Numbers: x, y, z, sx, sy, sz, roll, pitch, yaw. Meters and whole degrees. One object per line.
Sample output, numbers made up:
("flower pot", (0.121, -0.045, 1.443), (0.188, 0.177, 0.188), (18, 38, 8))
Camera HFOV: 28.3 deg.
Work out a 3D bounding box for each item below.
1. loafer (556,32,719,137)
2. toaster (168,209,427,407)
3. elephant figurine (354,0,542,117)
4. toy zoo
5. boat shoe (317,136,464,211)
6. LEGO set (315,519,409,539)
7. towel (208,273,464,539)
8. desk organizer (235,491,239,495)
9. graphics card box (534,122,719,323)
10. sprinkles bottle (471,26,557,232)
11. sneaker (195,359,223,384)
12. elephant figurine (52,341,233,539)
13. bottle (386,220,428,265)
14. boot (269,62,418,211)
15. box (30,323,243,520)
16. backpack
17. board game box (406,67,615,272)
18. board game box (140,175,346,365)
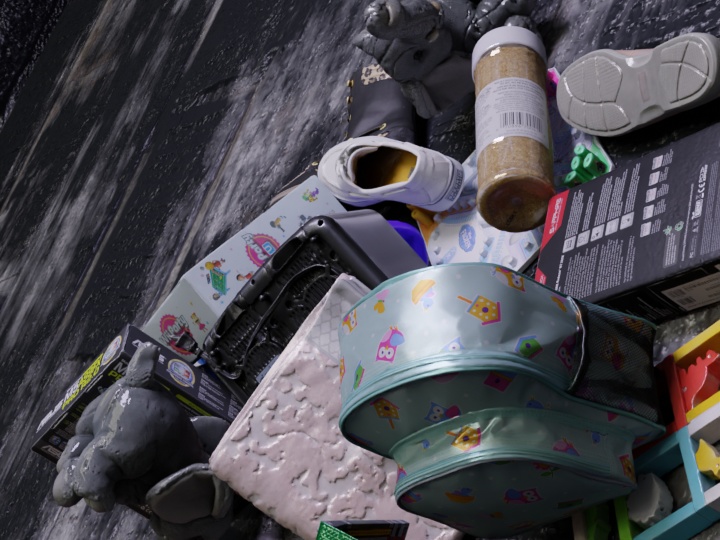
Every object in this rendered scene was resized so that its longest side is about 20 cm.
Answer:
("loafer", (0.238, -0.148, 1.151), (0.200, 0.062, 0.073), (-4, 91, 62))
("toaster", (-0.022, 0.060, 1.211), (0.181, 0.200, 0.119), (-47, -12, 21))
("elephant figurine", (0.060, -0.220, 1.349), (0.199, 0.156, 0.141), (-30, 34, -27))
("toy zoo", (0.216, 0.109, 0.941), (0.200, 0.020, 0.132), (-41, 31, 31))
("boat shoe", (0.011, -0.098, 1.365), (0.199, 0.070, 0.071), (17, 86, 53))
("LEGO set", (0.044, 0.256, 0.998), (0.199, 0.115, 0.155), (8, 88, 40))
("towel", (0.010, 0.132, 1.104), (0.192, 0.199, 0.032), (-56, -12, 3))
("desk organizer", (-0.061, 0.126, 1.345), (0.077, 0.071, 0.201), (-41, 31, 35))
("graphics card box", (0.214, -0.025, 1.053), (0.199, 0.051, 0.126), (-26, 40, 48))
("sprinkles bottle", (0.130, -0.124, 1.225), (0.068, 0.068, 0.201), (-38, 33, 34))
("sneaker", (-0.131, 0.112, 1.489), (0.088, 0.079, 0.200), (-19, 9, -9))
("elephant figurine", (-0.165, 0.191, 1.298), (0.155, 0.199, 0.142), (-35, 29, 52))
("bottle", (0.000, 0.000, 1.358), (0.200, 0.065, 0.084), (175, 96, -69))
("boot", (-0.008, -0.133, 1.524), (0.199, 0.073, 0.152), (-26, 42, 41))
("box", (-0.191, 0.163, 1.379), (0.160, 0.199, 0.044), (-44, 23, 26))
("backpack", (0.083, 0.085, 0.947), (0.175, 0.199, 0.154), (-29, 42, 43))
("board game box", (0.125, -0.072, 1.284), (0.200, 0.026, 0.201), (-48, 28, 20))
("board game box", (-0.117, 0.008, 1.406), (0.200, 0.064, 0.148), (-41, -2, -39))
